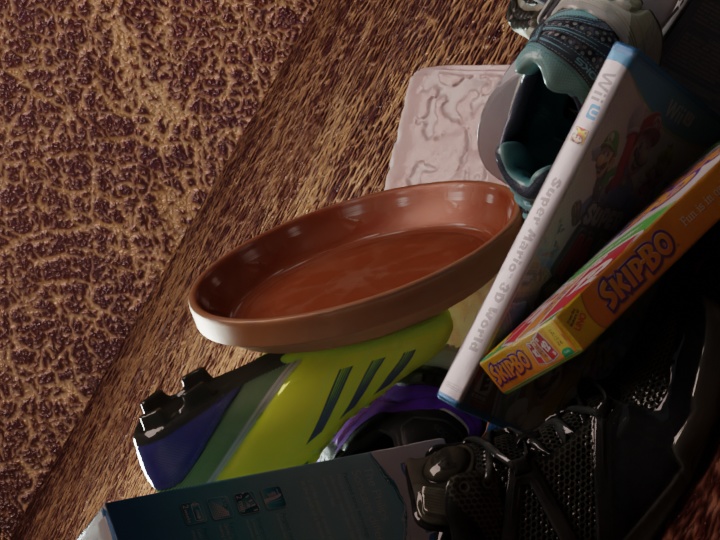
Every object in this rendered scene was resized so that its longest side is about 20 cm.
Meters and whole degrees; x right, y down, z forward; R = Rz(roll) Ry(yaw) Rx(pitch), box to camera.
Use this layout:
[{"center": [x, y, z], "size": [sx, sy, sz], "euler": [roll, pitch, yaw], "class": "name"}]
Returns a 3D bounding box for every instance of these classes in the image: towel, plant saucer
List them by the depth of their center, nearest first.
[{"center": [0.000, 0.000, 1.306], "size": [0.200, 0.199, 0.033], "euler": [-99, -7, -73], "class": "plant saucer"}, {"center": [0.079, -0.031, 1.374], "size": [0.190, 0.032, 0.201], "euler": [1, 71, 45], "class": "towel"}]

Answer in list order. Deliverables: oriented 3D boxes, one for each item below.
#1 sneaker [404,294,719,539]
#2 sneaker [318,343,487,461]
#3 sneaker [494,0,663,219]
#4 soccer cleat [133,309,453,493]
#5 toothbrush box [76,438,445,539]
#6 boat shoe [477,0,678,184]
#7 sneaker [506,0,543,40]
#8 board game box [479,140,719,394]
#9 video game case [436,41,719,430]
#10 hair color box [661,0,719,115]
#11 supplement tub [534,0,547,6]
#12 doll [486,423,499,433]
[{"center": [0.095, 0.088, 1.097], "size": [0.200, 0.114, 0.076], "euler": [-59, 13, 10], "class": "sneaker"}, {"center": [0.001, 0.110, 1.356], "size": [0.200, 0.069, 0.100], "euler": [-29, 26, 57], "class": "sneaker"}, {"center": [0.103, -0.053, 1.219], "size": [0.086, 0.077, 0.201], "euler": [-36, -42, -38], "class": "sneaker"}, {"center": [-0.033, 0.077, 1.310], "size": [0.199, 0.084, 0.065], "euler": [-25, 15, 5], "class": "soccer cleat"}, {"center": [-0.031, 0.179, 1.131], "size": [0.085, 0.199, 0.147], "euler": [-50, 56, 52], "class": "toothbrush box"}, {"center": [0.127, -0.128, 1.262], "size": [0.068, 0.071, 0.201], "euler": [-62, -2, -48], "class": "boat shoe"}, {"center": [0.153, -0.161, 1.477], "size": [0.077, 0.088, 0.201], "euler": [-58, 23, 29], "class": "sneaker"}, {"center": [0.148, -0.018, 1.129], "size": [0.200, 0.030, 0.096], "euler": [-39, 0, -25], "class": "board game box"}, {"center": [0.123, -0.006, 1.195], "size": [0.143, 0.018, 0.201], "euler": [26, -89, -56], "class": "video game case"}, {"center": [0.223, -0.181, 1.273], "size": [0.200, 0.060, 0.099], "euler": [-57, 12, 29], "class": "hair color box"}, {"center": [0.163, -0.226, 1.393], "size": [0.200, 0.107, 0.107], "euler": [-43, -8, -47], "class": "supplement tub"}, {"center": [0.046, 0.142, 1.381], "size": [0.137, 0.048, 0.200], "euler": [-56, 15, -14], "class": "doll"}]
